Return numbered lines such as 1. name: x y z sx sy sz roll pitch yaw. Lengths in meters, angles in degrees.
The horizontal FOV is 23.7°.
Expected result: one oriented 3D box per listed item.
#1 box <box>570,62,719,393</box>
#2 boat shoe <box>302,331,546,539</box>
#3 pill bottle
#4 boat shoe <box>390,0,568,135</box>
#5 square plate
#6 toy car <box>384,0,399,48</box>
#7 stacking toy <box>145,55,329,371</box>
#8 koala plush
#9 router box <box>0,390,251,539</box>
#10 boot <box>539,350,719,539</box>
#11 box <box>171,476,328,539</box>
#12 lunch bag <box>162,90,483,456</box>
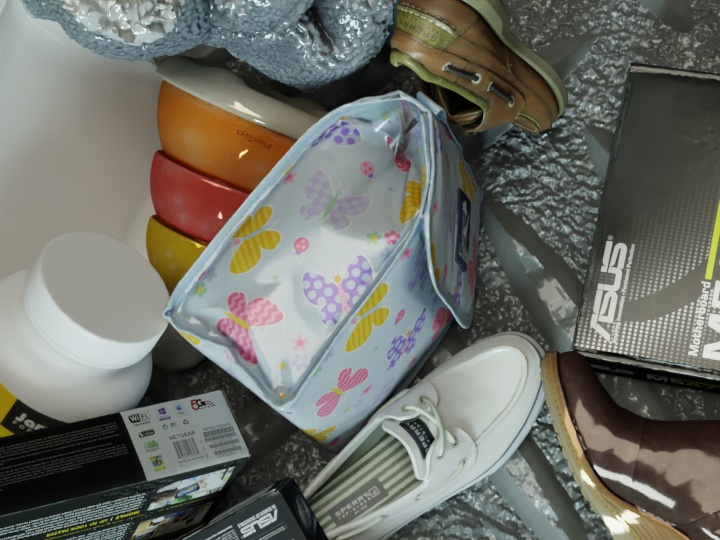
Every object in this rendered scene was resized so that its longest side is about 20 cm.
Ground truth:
1. box: 0.244 -0.021 1.068 0.193 0.048 0.200 11 76 13
2. boat shoe: 0.038 0.112 1.061 0.200 0.067 0.074 -45 70 -3
3. pill bottle: -0.198 0.071 1.050 0.113 0.112 0.200 55 129 20
4. boat shoe: 0.067 -0.121 1.059 0.072 0.200 0.068 25 85 32
5. square plate: -0.193 -0.058 1.113 0.028 0.200 0.198 10 73 47
6. toy car: -0.001 -0.281 1.118 0.177 0.200 0.184 -44 69 -3
7. stacking toy: -0.096 -0.029 1.118 0.146 0.146 0.200 26 97 18
8. koala plush: -0.096 -0.177 1.004 0.200 0.177 0.184 -16 110 -23
9. router box: -0.181 0.145 1.008 0.200 0.149 0.051 -10 61 -31
10. boot: 0.215 0.107 1.017 0.166 0.072 0.200 -29 81 9
11. box: -0.090 0.240 1.025 0.200 0.044 0.160 -30 89 10
12. lunch bag: 0.000 0.000 1.049 0.127 0.170 0.200 35 83 19
